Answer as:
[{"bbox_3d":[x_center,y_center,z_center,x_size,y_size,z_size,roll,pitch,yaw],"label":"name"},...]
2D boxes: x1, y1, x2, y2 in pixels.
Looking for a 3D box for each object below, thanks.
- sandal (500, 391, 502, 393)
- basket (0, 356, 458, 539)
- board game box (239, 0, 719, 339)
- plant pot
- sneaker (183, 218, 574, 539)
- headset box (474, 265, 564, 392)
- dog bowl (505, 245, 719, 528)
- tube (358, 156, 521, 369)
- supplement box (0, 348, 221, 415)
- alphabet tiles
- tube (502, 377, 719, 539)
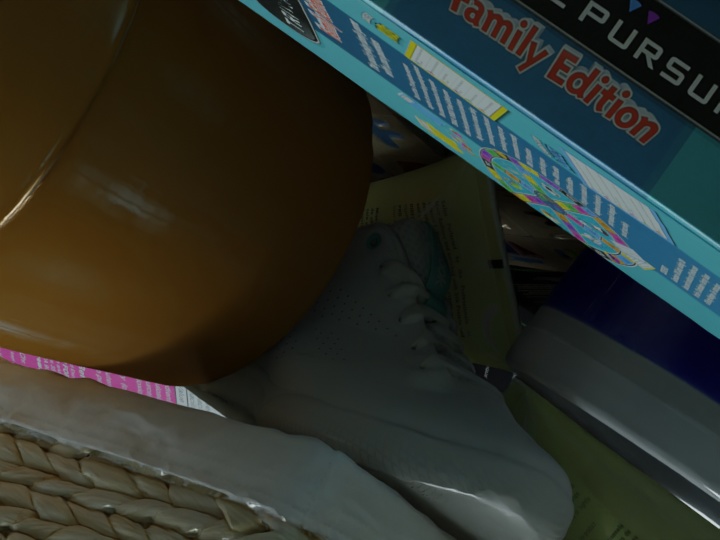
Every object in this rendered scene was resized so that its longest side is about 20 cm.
[{"bbox_3d":[0.027,0.079,0.863,0.059,0.079,0.207,-5,-156,-31],"label":"sandal"},{"bbox_3d":[-0.049,0.148,0.763,0.200,0.161,0.198,8,156,45],"label":"basket"},{"bbox_3d":[0.050,-0.043,0.531,0.200,0.047,0.151,36,178,8],"label":"board game box"},{"bbox_3d":[-0.100,-0.055,0.722,0.183,0.201,0.200,32,-179,-37],"label":"plant pot"},{"bbox_3d":[0.009,0.026,0.749,0.075,0.089,0.200,40,171,-35],"label":"sneaker"},{"bbox_3d":[0.092,0.099,1.059,0.092,0.175,0.200,2,-160,-34],"label":"headset box"},{"bbox_3d":[0.148,0.055,0.730,0.200,0.079,0.200,36,178,2],"label":"dog bowl"},{"bbox_3d":[0.000,0.000,0.869,0.058,0.052,0.200,39,160,-22],"label":"tube"},{"bbox_3d":[-0.076,0.029,1.051,0.200,0.101,0.104,25,138,26],"label":"supplement box"},{"bbox_3d":[0.014,-0.039,0.868,0.199,0.008,0.167,9,161,39],"label":"alphabet tiles"},{"bbox_3d":[0.115,0.113,0.758,0.200,0.058,0.052,34,-178,3],"label":"tube"}]
